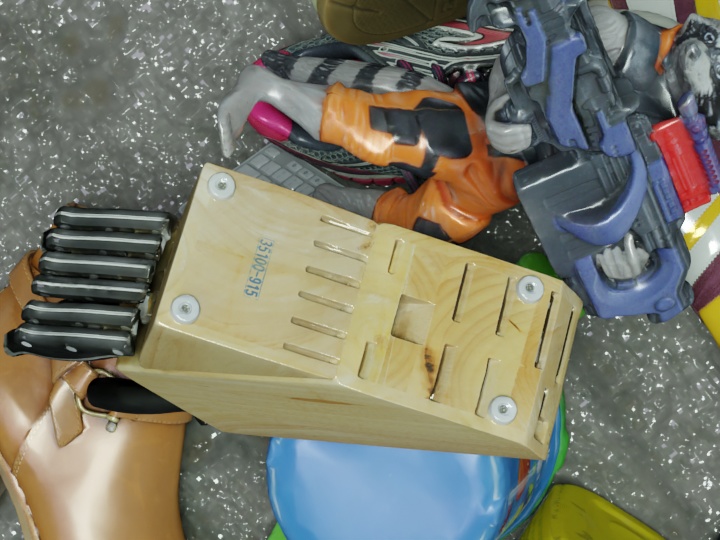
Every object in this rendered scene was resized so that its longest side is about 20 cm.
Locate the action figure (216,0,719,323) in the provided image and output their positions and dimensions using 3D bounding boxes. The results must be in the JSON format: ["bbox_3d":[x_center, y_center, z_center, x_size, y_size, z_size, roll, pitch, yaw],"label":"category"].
[{"bbox_3d":[0.050,-0.066,0.651,0.193,0.105,0.200,-7,142,11],"label":"action figure"}]

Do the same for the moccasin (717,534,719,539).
[{"bbox_3d":[0.174,0.151,0.798,0.080,0.068,0.201,12,102,6],"label":"moccasin"}]

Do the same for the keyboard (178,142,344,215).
[{"bbox_3d":[0.000,0.000,0.751,0.056,0.200,0.011,-32,132,-23],"label":"keyboard"}]

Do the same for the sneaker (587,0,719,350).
[{"bbox_3d":[0.140,-0.026,0.782,0.090,0.075,0.201,-9,91,18],"label":"sneaker"}]

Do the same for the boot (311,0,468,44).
[{"bbox_3d":[0.038,-0.182,0.760,0.200,0.072,0.155,-20,59,-25],"label":"boot"}]

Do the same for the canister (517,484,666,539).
[{"bbox_3d":[0.061,0.201,0.783,0.086,0.149,0.200,32,100,2],"label":"canister"}]

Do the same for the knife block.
[{"bbox_3d":[-0.035,0.028,0.711,0.200,0.176,0.064,18,72,-6],"label":"knife block"}]

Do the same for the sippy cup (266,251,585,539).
[{"bbox_3d":[0.018,0.075,0.779,0.139,0.130,0.178,7,100,8],"label":"sippy cup"}]

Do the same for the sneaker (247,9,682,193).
[{"bbox_3d":[0.045,-0.065,0.748,0.200,0.075,0.081,-3,85,30],"label":"sneaker"}]

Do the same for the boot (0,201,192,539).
[{"bbox_3d":[-0.098,0.079,0.828,0.200,0.074,0.155,34,97,0],"label":"boot"}]
